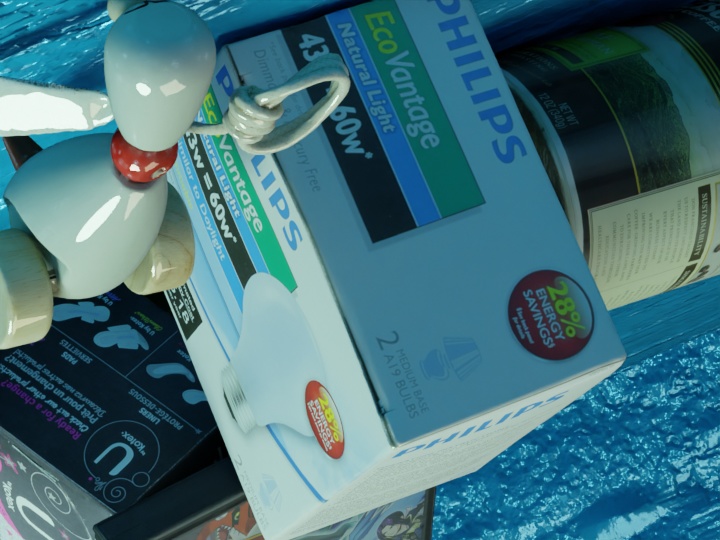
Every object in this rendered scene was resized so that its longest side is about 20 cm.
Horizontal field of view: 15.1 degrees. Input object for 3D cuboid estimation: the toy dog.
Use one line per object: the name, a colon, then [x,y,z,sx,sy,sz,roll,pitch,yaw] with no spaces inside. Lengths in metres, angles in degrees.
toy dog: [-0.109,-0.057,1.113,0.131,0.097,0.200,-7,148,-48]

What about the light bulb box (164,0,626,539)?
light bulb box: [0.000,0.000,1.264,0.124,0.199,0.200,-19,169,-23]

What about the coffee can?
coffee can: [0.148,-0.059,1.429,0.199,0.147,0.146,-17,170,-28]

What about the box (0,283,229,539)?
box: [-0.126,0.121,1.444,0.115,0.132,0.201,-42,150,-28]

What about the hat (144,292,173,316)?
hat: [-0.121,0.090,1.562,0.165,0.177,0.200,-20,171,-6]

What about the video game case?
video game case: [-0.046,0.152,1.402,0.199,0.026,0.181,-26,143,-24]
